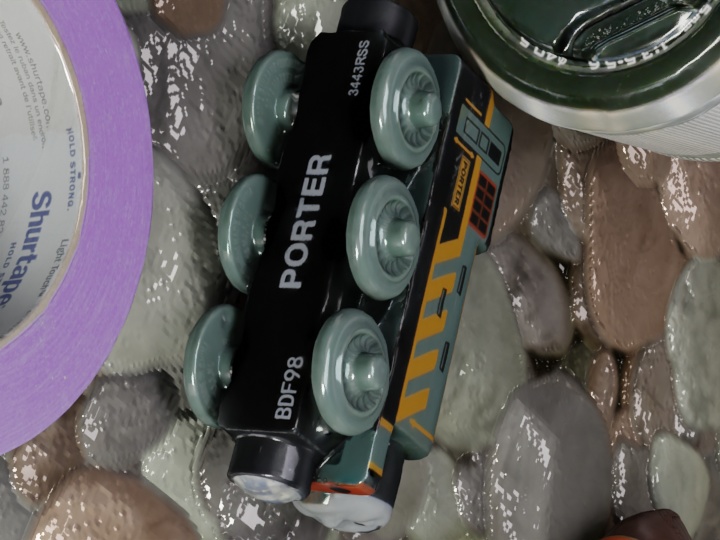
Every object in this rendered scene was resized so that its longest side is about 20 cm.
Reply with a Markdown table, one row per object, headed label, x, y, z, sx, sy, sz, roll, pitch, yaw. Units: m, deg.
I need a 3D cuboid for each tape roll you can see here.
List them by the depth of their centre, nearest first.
| label | x | y | z | sx | sy | sz | roll | pitch | yaw |
| --- | --- | --- | --- | --- | --- | --- | --- | --- | --- |
| tape roll | -0.157 | -0.037 | 0.862 | 0.199 | 0.065 | 0.202 | 7 | 82 | -50 |

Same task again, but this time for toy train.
| label | x | y | z | sx | sy | sz | roll | pitch | yaw |
| --- | --- | --- | --- | --- | --- | --- | --- | --- | --- |
| toy train | 0.000 | 0.000 | 1.036 | 0.114 | 0.085 | 0.201 | 38 | 58 | -52 |

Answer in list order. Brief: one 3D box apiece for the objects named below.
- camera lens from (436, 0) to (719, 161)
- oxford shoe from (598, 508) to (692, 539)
| label | x | y | z | sx | sy | sz | roll | pitch | yaw |
| --- | --- | --- | --- | --- | --- | --- | --- | --- | --- |
| camera lens | 0.131 | -0.129 | 1.117 | 0.200 | 0.159 | 0.161 | 8 | 80 | -64 |
| oxford shoe | 0.151 | 0.202 | 1.200 | 0.072 | 0.071 | 0.201 | -31 | 110 | -52 |
